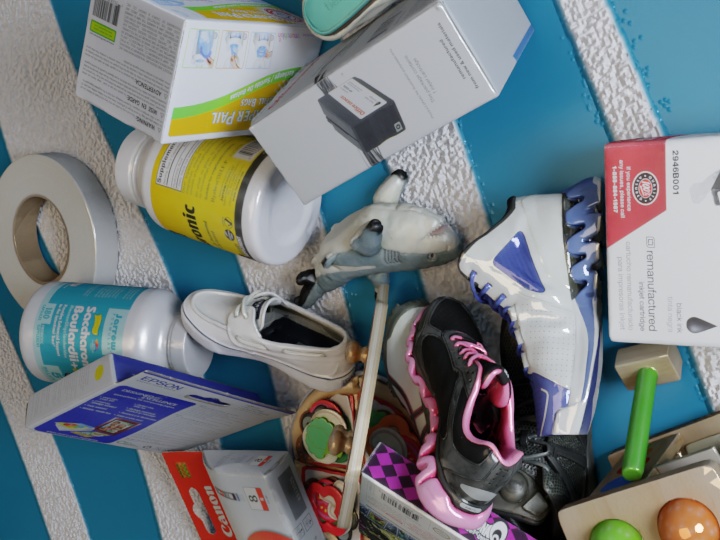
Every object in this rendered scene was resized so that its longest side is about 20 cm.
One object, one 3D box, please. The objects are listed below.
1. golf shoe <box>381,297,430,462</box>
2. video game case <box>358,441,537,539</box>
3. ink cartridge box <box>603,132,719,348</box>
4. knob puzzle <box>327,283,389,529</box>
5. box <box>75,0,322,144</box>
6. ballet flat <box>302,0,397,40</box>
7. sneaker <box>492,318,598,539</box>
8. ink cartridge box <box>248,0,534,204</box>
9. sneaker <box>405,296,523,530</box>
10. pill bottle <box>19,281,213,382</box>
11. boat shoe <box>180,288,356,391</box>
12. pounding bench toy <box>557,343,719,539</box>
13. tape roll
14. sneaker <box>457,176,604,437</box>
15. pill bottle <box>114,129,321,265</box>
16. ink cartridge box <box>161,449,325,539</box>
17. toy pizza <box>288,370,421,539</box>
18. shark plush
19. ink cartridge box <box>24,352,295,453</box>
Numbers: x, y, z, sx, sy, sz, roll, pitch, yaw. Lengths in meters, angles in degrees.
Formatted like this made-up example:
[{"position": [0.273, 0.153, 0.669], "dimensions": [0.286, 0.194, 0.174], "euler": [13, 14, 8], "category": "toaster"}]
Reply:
[{"position": [0.077, 0.123, 0.794], "dimensions": [0.088, 0.076, 0.205], "euler": [-173, 67, -73], "category": "golf shoe"}, {"position": [0.088, 0.237, 0.767], "dimensions": [0.197, 0.036, 0.183], "euler": [29, 154, 15], "category": "video game case"}, {"position": [0.279, -0.023, 0.641], "dimensions": [0.196, 0.083, 0.148], "euler": [1, 99, 33], "category": "ink cartridge box"}, {"position": [-0.008, 0.122, 0.765], "dimensions": [0.030, 0.220, 0.225], "euler": [11, 108, 1], "category": "knob puzzle"}, {"position": [-0.137, -0.188, 0.820], "dimensions": [0.111, 0.199, 0.103], "euler": [28, 114, 23], "category": "box"}, {"position": [0.037, -0.254, 0.735], "dimensions": [0.198, 0.069, 0.071], "euler": [-29, 83, 28], "category": "ballet flat"}, {"position": [0.142, 0.130, 0.747], "dimensions": [0.075, 0.113, 0.205], "euler": [-5, 93, 33], "category": "sneaker"}, {"position": [0.026, -0.156, 0.740], "dimensions": [0.198, 0.146, 0.084], "euler": [-25, 111, 34], "category": "ink cartridge box"}, {"position": [0.087, 0.090, 0.706], "dimensions": [0.203, 0.077, 0.096], "euler": [-94, 26, -43], "category": "sneaker"}, {"position": [-0.260, 0.072, 0.995], "dimensions": [0.195, 0.111, 0.114], "euler": [2, 101, 19], "category": "pill bottle"}, {"position": [-0.092, 0.050, 0.902], "dimensions": [0.196, 0.074, 0.066], "euler": [16, 137, 17], "category": "boat shoe"}, {"position": [0.224, 0.162, 0.670], "dimensions": [0.123, 0.155, 0.204], "euler": [-28, 83, 34], "category": "pounding bench toy"}, {"position": [-0.372, -0.038, 1.107], "dimensions": [0.199, 0.037, 0.208], "euler": [7, 102, 33], "category": "tape roll"}, {"position": [0.132, 0.028, 0.721], "dimensions": [0.112, 0.080, 0.205], "euler": [1, 77, 20], "category": "sneaker"}, {"position": [-0.144, -0.083, 0.900], "dimensions": [0.197, 0.110, 0.114], "euler": [18, 109, 30], "category": "pill bottle"}, {"position": [-0.129, 0.268, 0.965], "dimensions": [0.197, 0.050, 0.165], "euler": [-9, 109, 35], "category": "ink cartridge box"}, {"position": [0.003, 0.200, 0.901], "dimensions": [0.197, 0.031, 0.205], "euler": [7, 103, 33], "category": "toy pizza"}, {"position": [0.000, 0.000, 0.848], "dimensions": [0.199, 0.091, 0.083], "euler": [-38, 109, 28], "category": "shark plush"}, {"position": [-0.202, 0.134, 0.932], "dimensions": [0.198, 0.196, 0.048], "euler": [-26, 57, 32], "category": "ink cartridge box"}]
